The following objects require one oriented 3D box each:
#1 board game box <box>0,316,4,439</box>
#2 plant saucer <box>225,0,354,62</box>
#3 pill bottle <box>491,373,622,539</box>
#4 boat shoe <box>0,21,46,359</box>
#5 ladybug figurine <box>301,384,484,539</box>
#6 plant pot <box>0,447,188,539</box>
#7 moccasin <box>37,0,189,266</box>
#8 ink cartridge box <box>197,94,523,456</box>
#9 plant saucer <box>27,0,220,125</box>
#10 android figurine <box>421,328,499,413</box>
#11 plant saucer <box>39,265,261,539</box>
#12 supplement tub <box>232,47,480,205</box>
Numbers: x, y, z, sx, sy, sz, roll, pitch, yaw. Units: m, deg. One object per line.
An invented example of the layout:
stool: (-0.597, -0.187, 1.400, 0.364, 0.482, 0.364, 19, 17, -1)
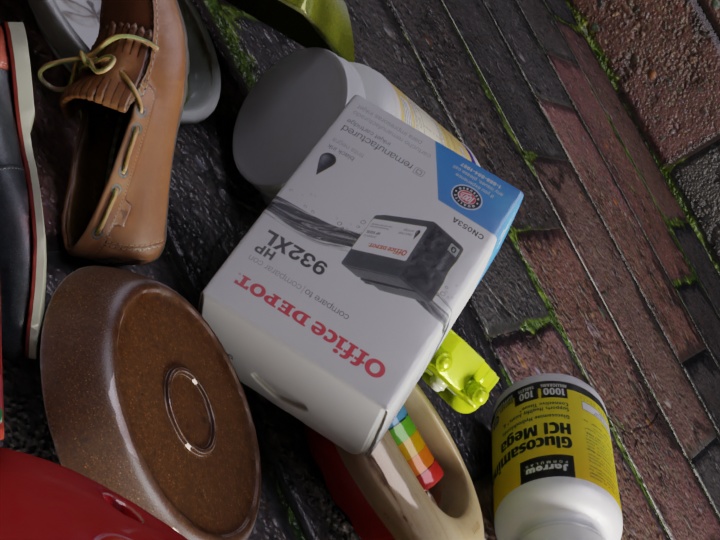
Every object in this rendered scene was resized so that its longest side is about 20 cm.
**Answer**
board game box: (-0.225, -0.009, 0.565, 0.102, 0.020, 0.202, -2, 55, -17)
plant saucer: (-0.093, -0.248, 0.966, 0.199, 0.048, 0.200, 32, 2, 10)
pill bottle: (0.173, 0.195, 1.056, 0.113, 0.112, 0.201, 46, 26, -25)
boat shoe: (-0.210, -0.047, 0.659, 0.062, 0.071, 0.202, -4, 75, -23)
ladybug figurine: (0.017, 0.138, 0.869, 0.201, 0.072, 0.136, 60, 23, 3)
plant pot: (-0.145, 0.152, 0.399, 0.182, 0.200, 0.201, 42, 27, -14)
moccasin: (-0.160, -0.106, 0.758, 0.077, 0.073, 0.204, 11, 86, -46)
ink cartridge box: (0.000, 0.000, 0.813, 0.144, 0.084, 0.201, 31, 60, 7)
plant saucer: (-0.187, -0.185, 0.878, 0.200, 0.050, 0.201, 43, 28, -30)
android figurine: (0.035, 0.048, 0.939, 0.182, 0.041, 0.200, 44, -4, -33)
plant saucer: (-0.110, 0.086, 0.687, 0.201, 0.034, 0.201, 57, 19, -31)
supplement tub: (0.001, -0.086, 1.011, 0.199, 0.145, 0.147, 32, 35, -46)
